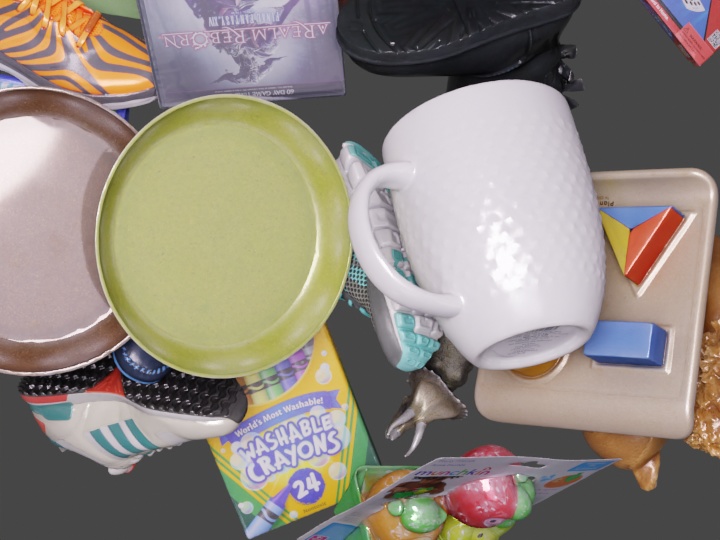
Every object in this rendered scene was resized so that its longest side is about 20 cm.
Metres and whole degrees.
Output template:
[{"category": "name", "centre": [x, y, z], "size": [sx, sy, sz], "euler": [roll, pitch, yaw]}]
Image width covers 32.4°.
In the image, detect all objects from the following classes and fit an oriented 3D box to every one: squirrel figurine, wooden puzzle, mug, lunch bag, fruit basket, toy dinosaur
[{"category": "squirrel figurine", "centre": [0.260, 0.082, 0.972], "size": [0.186, 0.200, 0.142], "euler": [-40, 105, -6]}, {"category": "wooden puzzle", "centre": [0.173, 0.020, 0.954], "size": [0.184, 0.046, 0.202], "euler": [1, 79, 37]}, {"category": "mug", "centre": [0.082, -0.025, 0.890], "size": [0.198, 0.148, 0.177], "euler": [1, 64, -30]}, {"category": "lunch bag", "centre": [-0.269, -0.050, 0.950], "size": [0.168, 0.127, 0.202], "euler": [7, 84, -8]}, {"category": "fruit basket", "centre": [0.076, 0.187, 0.963], "size": [0.184, 0.200, 0.095], "euler": [7, 64, -35]}, {"category": "toy dinosaur", "centre": [0.073, 0.044, 0.999], "size": [0.076, 0.102, 0.202], "euler": [13, 99, -7]}]

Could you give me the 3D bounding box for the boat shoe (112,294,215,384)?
[{"category": "boat shoe", "centre": [-0.139, -0.014, 0.948], "size": [0.084, 0.069, 0.202], "euler": [22, 68, -21]}]

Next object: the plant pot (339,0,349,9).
[{"category": "plant pot", "centre": [0.038, -0.301, 0.903], "size": [0.198, 0.176, 0.202], "euler": [-15, 101, -2]}]

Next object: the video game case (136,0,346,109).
[{"category": "video game case", "centre": [-0.088, -0.203, 0.863], "size": [0.141, 0.019, 0.201], "euler": [-4, 132, 2]}]

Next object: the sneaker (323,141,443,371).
[{"category": "sneaker", "centre": [0.000, 0.000, 0.967], "size": [0.091, 0.201, 0.077], "euler": [-33, 144, 22]}]

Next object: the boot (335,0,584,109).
[{"category": "boot", "centre": [0.078, -0.149, 0.936], "size": [0.197, 0.163, 0.074], "euler": [-16, 58, -11]}]

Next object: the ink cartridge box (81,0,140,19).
[{"category": "ink cartridge box", "centre": [-0.141, -0.215, 0.922], "size": [0.198, 0.146, 0.048], "euler": [5, 60, -7]}]

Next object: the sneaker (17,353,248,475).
[{"category": "sneaker", "centre": [-0.173, 0.118, 0.985], "size": [0.198, 0.071, 0.094], "euler": [2, 128, 21]}]

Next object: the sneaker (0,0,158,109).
[{"category": "sneaker", "centre": [-0.234, -0.193, 0.916], "size": [0.198, 0.078, 0.112], "euler": [16, 139, -1]}]

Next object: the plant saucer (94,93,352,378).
[{"category": "plant saucer", "centre": [-0.098, -0.024, 0.890], "size": [0.198, 0.031, 0.202], "euler": [-3, 96, -29]}]

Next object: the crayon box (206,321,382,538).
[{"category": "crayon box", "centre": [-0.072, 0.104, 1.022], "size": [0.125, 0.052, 0.202], "euler": [-21, 100, -1]}]

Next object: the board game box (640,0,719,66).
[{"category": "board game box", "centre": [0.249, -0.276, 1.004], "size": [0.103, 0.019, 0.200], "euler": [-42, 100, 1]}]

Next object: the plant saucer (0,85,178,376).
[{"category": "plant saucer", "centre": [-0.229, -0.027, 0.874], "size": [0.198, 0.032, 0.202], "euler": [-2, 95, -17]}]
